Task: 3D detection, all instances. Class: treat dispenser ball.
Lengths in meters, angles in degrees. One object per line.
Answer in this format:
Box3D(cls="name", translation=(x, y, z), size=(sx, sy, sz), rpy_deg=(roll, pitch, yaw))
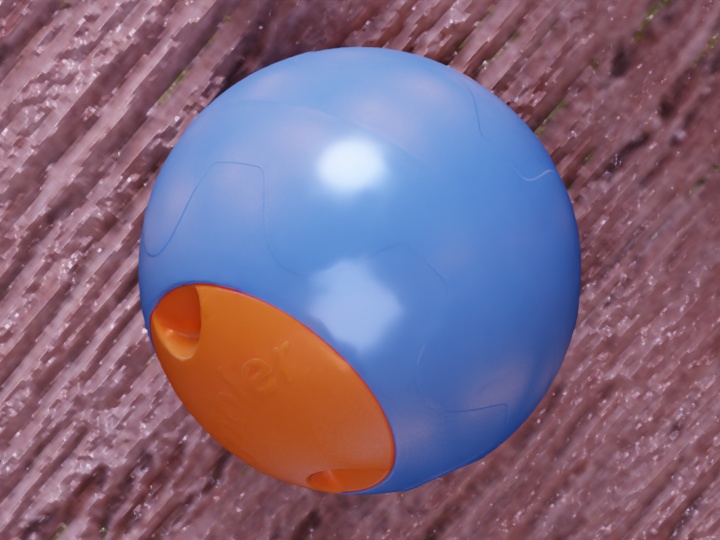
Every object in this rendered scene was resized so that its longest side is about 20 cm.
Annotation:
Box3D(cls="treat dispenser ball", translation=(0.000, 0.000, 1.345), size=(0.200, 0.201, 0.202), rpy_deg=(0, 109, 1))
